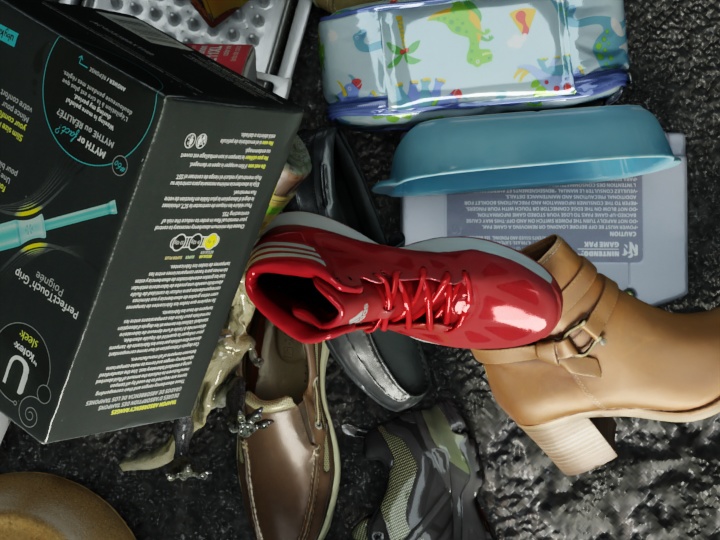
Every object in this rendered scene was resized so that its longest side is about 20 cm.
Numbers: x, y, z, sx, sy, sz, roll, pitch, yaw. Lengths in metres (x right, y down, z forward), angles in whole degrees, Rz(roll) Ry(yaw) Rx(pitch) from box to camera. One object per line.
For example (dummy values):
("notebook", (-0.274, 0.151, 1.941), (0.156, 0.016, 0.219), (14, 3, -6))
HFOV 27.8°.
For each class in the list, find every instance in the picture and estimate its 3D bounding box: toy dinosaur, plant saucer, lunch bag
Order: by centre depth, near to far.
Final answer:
("toy dinosaur", (-0.101, 0.088, 0.948), (0.047, 0.088, 0.200), (17, 120, -30))
("lunch bag", (0.074, -0.139, 0.958), (0.199, 0.161, 0.083), (-6, 95, 1))
("plant saucer", (-0.236, 0.234, 0.972), (0.199, 0.035, 0.201), (-3, 77, 12))

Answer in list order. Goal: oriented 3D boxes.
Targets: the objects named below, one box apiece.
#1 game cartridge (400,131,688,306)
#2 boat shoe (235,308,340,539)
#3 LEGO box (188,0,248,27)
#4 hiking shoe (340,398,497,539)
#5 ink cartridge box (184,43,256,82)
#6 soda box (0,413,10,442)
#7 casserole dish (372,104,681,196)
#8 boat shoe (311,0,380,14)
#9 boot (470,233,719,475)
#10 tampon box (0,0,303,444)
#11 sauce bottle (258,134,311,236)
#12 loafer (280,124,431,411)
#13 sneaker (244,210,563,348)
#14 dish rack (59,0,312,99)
("game cartridge", (0.126, -0.030, 1.012), (0.199, 0.041, 0.134), (1, 83, 1))
("boat shoe", (-0.058, 0.094, 0.979), (0.074, 0.075, 0.203), (-4, 83, 17))
("LEGO box", (-0.049, -0.260, 0.929), (0.200, 0.149, 0.077), (-39, 87, -3))
("hiking shoe", (0.044, 0.193, 0.987), (0.100, 0.076, 0.201), (-12, 77, 8))
("ink cartridge box", (-0.170, -0.071, 0.958), (0.199, 0.083, 0.146), (2, 121, 3))
("soda box", (-0.267, 0.031, 0.942), (0.068, 0.064, 0.201), (8, 126, 0))
("casserole dish", (0.105, -0.076, 0.933), (0.199, 0.121, 0.039), (-6, 86, -6))
("boat shoe", (0.063, -0.210, 0.992), (0.200, 0.073, 0.063), (-18, 63, -15))
("boot", (0.170, 0.033, 0.955), (0.200, 0.074, 0.155), (-33, 109, 10))
("tampon box", (-0.152, -0.031, 0.816), (0.150, 0.126, 0.201), (31, 108, 28))
("sauce bottle", (-0.111, -0.014, 0.904), (0.065, 0.065, 0.200), (45, 116, 3))
("loafer", (0.000, 0.000, 0.964), (0.070, 0.068, 0.201), (-19, 101, 33))
("sneaker", (0.023, 0.024, 0.878), (0.199, 0.116, 0.079), (8, 110, 5))
("dish rack", (-0.117, -0.195, 1.020), (0.171, 0.044, 0.201), (15, 87, 2))
